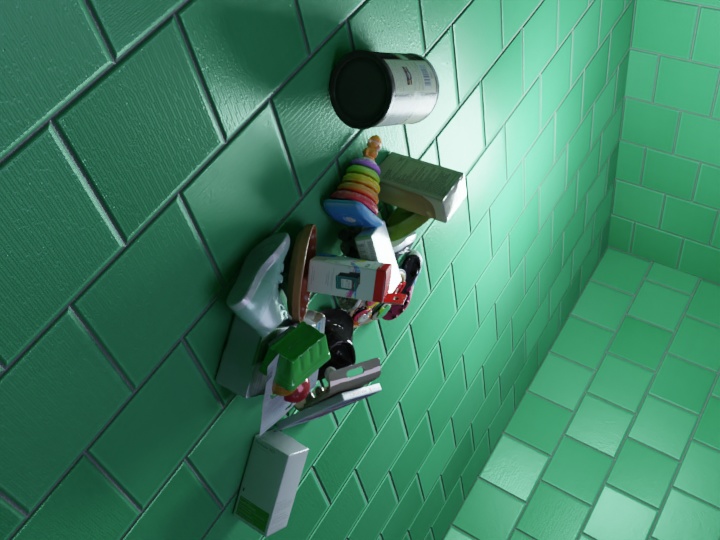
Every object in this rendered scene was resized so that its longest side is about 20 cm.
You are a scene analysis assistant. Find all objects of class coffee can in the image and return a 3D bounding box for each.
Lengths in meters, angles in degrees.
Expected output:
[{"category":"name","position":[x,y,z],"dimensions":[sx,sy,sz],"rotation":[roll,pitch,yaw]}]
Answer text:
[{"category":"coffee can","position":[0.051,-0.363,1.549],"dimensions":[0.199,0.145,0.148],"rotation":[-20,127,-55]}]

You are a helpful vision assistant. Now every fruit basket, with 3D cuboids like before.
[{"category":"fruit basket","position":[-0.138,0.206,1.523],"dimensions":[0.185,0.093,0.202],"rotation":[-38,154,-43]}]

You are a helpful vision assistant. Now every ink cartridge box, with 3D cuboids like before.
[{"category":"ink cartridge box","position":[-0.185,0.166,1.570],"dimensions":[0.199,0.087,0.147],"rotation":[2,107,-63]},{"category":"ink cartridge box","position":[-0.002,0.017,1.578],"dimensions":[0.116,0.197,0.068],"rotation":[-48,146,-79]},{"category":"ink cartridge box","position":[0.053,-0.041,1.723],"dimensions":[0.200,0.047,0.147],"rotation":[-49,126,-60]}]

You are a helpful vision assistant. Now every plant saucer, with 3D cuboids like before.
[{"category":"plant saucer","position":[-0.119,0.006,1.555],"dimensions":[0.200,0.032,0.204],"rotation":[9,90,-88]},{"category":"plant saucer","position":[0.129,-0.146,1.846],"dimensions":[0.031,0.199,0.200],"rotation":[49,59,-16]}]

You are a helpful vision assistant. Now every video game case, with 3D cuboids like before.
[{"category":"video game case","position":[-0.072,0.319,1.807],"dimensions":[0.198,0.023,0.181],"rotation":[-29,166,26]}]

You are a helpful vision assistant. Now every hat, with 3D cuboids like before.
[{"category":"hat","position":[-0.057,0.187,1.793],"dimensions":[0.199,0.080,0.203],"rotation":[-29,131,-39]}]

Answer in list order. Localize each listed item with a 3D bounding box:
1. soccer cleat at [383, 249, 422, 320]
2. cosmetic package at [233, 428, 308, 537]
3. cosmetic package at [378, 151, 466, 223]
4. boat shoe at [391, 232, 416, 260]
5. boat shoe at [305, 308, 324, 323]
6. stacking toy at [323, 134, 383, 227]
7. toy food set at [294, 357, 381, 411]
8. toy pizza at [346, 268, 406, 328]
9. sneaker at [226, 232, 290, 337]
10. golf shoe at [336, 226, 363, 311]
[{"category":"soccer cleat","position":[0.109,0.037,2.026],"dimensions":[0.086,0.069,0.202],"rotation":[-87,-158,-71]},{"category":"cosmetic package","position":[-0.202,0.476,1.740],"dimensions":[0.084,0.107,0.203],"rotation":[-3,111,-59]},{"category":"cosmetic package","position":[0.131,-0.191,1.756],"dimensions":[0.105,0.198,0.072],"rotation":[-50,145,-27]},{"category":"boat shoe","position":[0.078,-0.053,1.912],"dimensions":[0.200,0.069,0.067],"rotation":[-31,135,-60]},{"category":"boat shoe","position":[-0.124,0.184,1.697],"dimensions":[0.072,0.064,0.203],"rotation":[-39,143,-76]},{"category":"stacking toy","position":[0.005,-0.200,1.653],"dimensions":[0.116,0.109,0.203],"rotation":[34,68,-51]},{"category":"toy food set","position":[-0.058,0.255,1.762],"dimensions":[0.142,0.061,0.200],"rotation":[-13,165,-35]},{"category":"toy pizza","position":[0.041,0.076,1.891],"dimensions":[0.199,0.032,0.201],"rotation":[-36,157,-18]},{"category":"sneaker","position":[-0.171,0.029,1.459],"dimensions":[0.119,0.073,0.202],"rotation":[56,45,-34]},{"category":"golf shoe","position":[0.000,0.000,1.708],"dimensions":[0.097,0.077,0.203],"rotation":[29,60,-48]}]
